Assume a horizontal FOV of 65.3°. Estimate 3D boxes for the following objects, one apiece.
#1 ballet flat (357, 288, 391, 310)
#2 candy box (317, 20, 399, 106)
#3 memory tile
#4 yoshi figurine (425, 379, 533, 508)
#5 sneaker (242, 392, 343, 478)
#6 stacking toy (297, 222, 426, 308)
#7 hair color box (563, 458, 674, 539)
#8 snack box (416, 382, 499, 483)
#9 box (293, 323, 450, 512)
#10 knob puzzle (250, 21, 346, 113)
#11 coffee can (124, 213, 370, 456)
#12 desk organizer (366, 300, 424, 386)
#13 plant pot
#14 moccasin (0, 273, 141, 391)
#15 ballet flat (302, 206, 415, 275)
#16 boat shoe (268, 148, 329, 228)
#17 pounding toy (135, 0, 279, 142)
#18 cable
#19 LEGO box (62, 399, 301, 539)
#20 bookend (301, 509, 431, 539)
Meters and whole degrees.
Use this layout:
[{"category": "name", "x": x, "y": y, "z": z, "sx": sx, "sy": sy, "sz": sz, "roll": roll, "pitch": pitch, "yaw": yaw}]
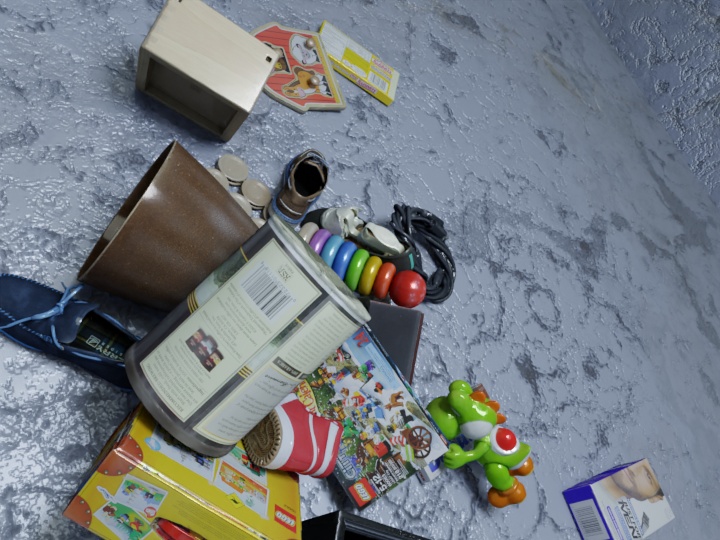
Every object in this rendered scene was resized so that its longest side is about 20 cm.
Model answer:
[{"category": "ballet flat", "x": 0.021, "y": 0.040, "z": 0.873, "sx": 0.072, "sy": 0.072, "sz": 0.201, "roll": 26, "pitch": 49, "yaw": -22}, {"category": "candy box", "x": -0.008, "y": -0.437, "z": 1.186, "sx": 0.199, "sy": 0.026, "sz": 0.103, "roll": 29, "pitch": 47, "yaw": -20}, {"category": "memory tile", "x": -0.197, "y": -0.078, "z": 0.811, "sx": 0.153, "sy": 0.017, "sz": 0.200, "roll": 47, "pitch": 44, "yaw": -4}, {"category": "yoshi figurine", "x": 0.162, "y": 0.244, "z": 0.814, "sx": 0.112, "sy": 0.112, "sz": 0.200, "roll": -36, "pitch": 108, "yaw": -6}, {"category": "sneaker", "x": -0.090, "y": 0.165, "z": 0.673, "sx": 0.112, "sy": 0.071, "sz": 0.200, "roll": 33, "pitch": 15, "yaw": -35}, {"category": "stacking toy", "x": 0.000, "y": 0.000, "z": 0.813, "sx": 0.199, "sy": 0.086, "sz": 0.086, "roll": 20, "pitch": 47, "yaw": 7}, {"category": "hair color box", "x": 0.449, "y": 0.406, "z": 0.971, "sx": 0.199, "sy": 0.065, "sz": 0.110, "roll": -1, "pitch": 63, "yaw": -40}, {"category": "snack box", "x": 0.144, "y": 0.244, "z": 0.862, "sx": 0.199, "sy": 0.024, "sz": 0.072, "roll": -19, "pitch": 77, "yaw": -44}, {"category": "box", "x": -0.001, "y": 0.175, "z": 0.708, "sx": 0.200, "sy": 0.136, "sz": 0.038, "roll": 54, "pitch": 6, "yaw": 11}, {"category": "knob puzzle", "x": -0.130, "y": -0.383, "z": 1.039, "sx": 0.219, "sy": 0.030, "sz": 0.221, "roll": 14, "pitch": 61, "yaw": -28}, {"category": "coffee can", "x": -0.109, "y": 0.063, "z": 0.569, "sx": 0.146, "sy": 0.200, "sz": 0.146, "roll": 48, "pitch": 1, "yaw": -1}, {"category": "desk organizer", "x": 0.035, "y": 0.148, "z": 0.763, "sx": 0.071, "sy": 0.077, "sz": 0.201, "roll": 10, "pitch": 87, "yaw": 12}, {"category": "plant pot", "x": -0.189, "y": -0.016, "z": 0.666, "sx": 0.200, "sy": 0.187, "sz": 0.188, "roll": 36, "pitch": 45, "yaw": -25}, {"category": "moccasin", "x": -0.301, "y": 0.056, "z": 0.604, "sx": 0.199, "sy": 0.068, "sz": 0.081, "roll": 30, "pitch": 48, "yaw": -19}, {"category": "ballet flat", "x": -0.001, "y": -0.059, "z": 0.860, "sx": 0.199, "sy": 0.069, "sz": 0.068, "roll": 27, "pitch": 56, "yaw": 15}, {"category": "boat shoe", "x": -0.082, "y": -0.144, "z": 0.892, "sx": 0.072, "sy": 0.072, "sz": 0.201, "roll": 33, "pitch": 38, "yaw": -18}, {"category": "pounding toy", "x": -0.236, "y": -0.309, "z": 0.826, "sx": 0.184, "sy": 0.200, "sz": 0.143, "roll": 29, "pitch": 76, "yaw": -20}, {"category": "cable", "x": 0.105, "y": -0.032, "z": 0.971, "sx": 0.200, "sy": 0.051, "sz": 0.164, "roll": 25, "pitch": 58, "yaw": -54}, {"category": "LEGO box", "x": -0.157, "y": 0.218, "z": 0.552, "sx": 0.200, "sy": 0.077, "sz": 0.149, "roll": 38, "pitch": 4, "yaw": -13}, {"category": "bookend", "x": 0.019, "y": 0.398, "z": 0.616, "sx": 0.198, "sy": 0.092, "sz": 0.201, "roll": 28, "pitch": 49, "yaw": -21}]
